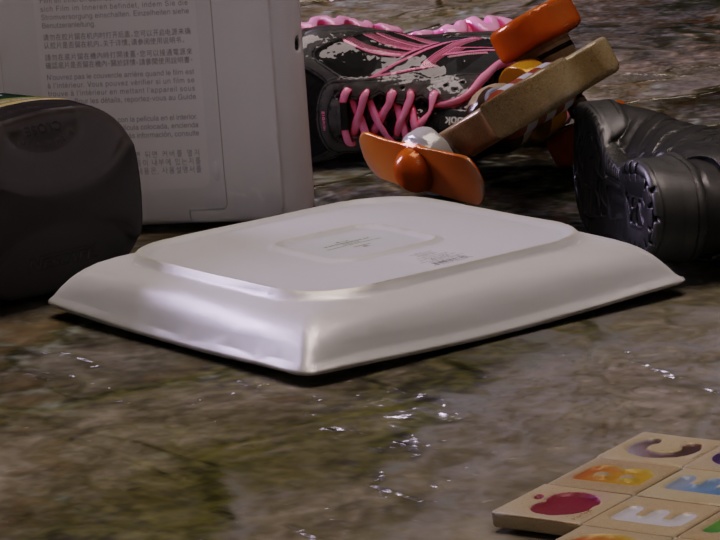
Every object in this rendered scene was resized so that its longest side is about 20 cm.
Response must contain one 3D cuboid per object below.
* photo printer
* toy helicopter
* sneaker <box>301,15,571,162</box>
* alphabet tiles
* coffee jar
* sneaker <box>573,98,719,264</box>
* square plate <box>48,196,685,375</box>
[{"bbox_3d":[-0.110,-0.123,1.469,0.165,0.201,0.069,-2,12,13],"label":"photo printer"},{"bbox_3d":[0.067,-0.076,1.468,0.132,0.079,0.200,-28,0,-1],"label":"toy helicopter"},{"bbox_3d":[0.027,-0.091,1.603,0.199,0.079,0.095,-10,25,-22],"label":"sneaker"},{"bbox_3d":[0.149,0.073,0.927,0.199,0.006,0.166,4,15,35],"label":"alphabet tiles"},{"bbox_3d":[-0.190,-0.040,1.382,0.104,0.086,0.200,-15,17,-37],"label":"coffee jar"},{"bbox_3d":[0.161,-0.036,1.320,0.104,0.060,0.200,-4,15,-8],"label":"sneaker"},{"bbox_3d":[0.000,0.000,1.269,0.199,0.029,0.198,-13,14,-35],"label":"square plate"}]
